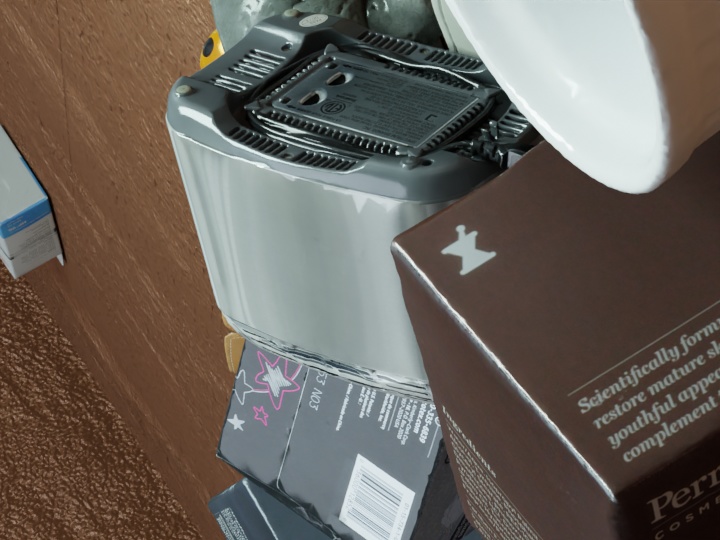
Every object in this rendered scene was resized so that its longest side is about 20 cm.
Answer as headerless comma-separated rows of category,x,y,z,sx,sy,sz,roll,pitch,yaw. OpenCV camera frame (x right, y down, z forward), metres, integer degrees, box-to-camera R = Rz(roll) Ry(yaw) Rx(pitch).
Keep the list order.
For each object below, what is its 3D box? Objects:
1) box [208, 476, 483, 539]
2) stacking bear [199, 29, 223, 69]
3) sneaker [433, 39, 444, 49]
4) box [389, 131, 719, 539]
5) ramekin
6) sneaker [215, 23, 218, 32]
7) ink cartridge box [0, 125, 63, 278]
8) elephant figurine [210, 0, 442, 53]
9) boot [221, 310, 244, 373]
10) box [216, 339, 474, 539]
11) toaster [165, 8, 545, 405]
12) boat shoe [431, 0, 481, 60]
box,0.027,0.134,1.735,0.118,0.196,0.200,60,168,2
stacking bear,-0.035,-0.082,1.688,0.122,0.113,0.200,-59,41,35
sneaker,-0.005,-0.135,1.550,0.081,0.076,0.200,-125,15,-68
box,0.135,0.057,1.179,0.164,0.166,0.200,50,165,38
ramekin,0.093,-0.138,1.051,0.201,0.098,0.201,55,167,20
sneaker,-0.034,-0.135,1.453,0.200,0.074,0.089,57,-159,-18
ink cartridge box,-0.406,-0.070,3.313,0.116,0.068,0.200,55,168,20
elephant figurine,-0.043,-0.183,1.352,0.141,0.155,0.200,-23,114,43
boot,0.000,0.000,1.557,0.154,0.074,0.200,13,124,11
box,0.028,0.031,1.441,0.132,0.115,0.200,33,130,23
toaster,0.012,-0.026,1.265,0.200,0.114,0.129,17,130,33
boat shoe,0.079,-0.108,1.273,0.074,0.060,0.200,33,159,22
